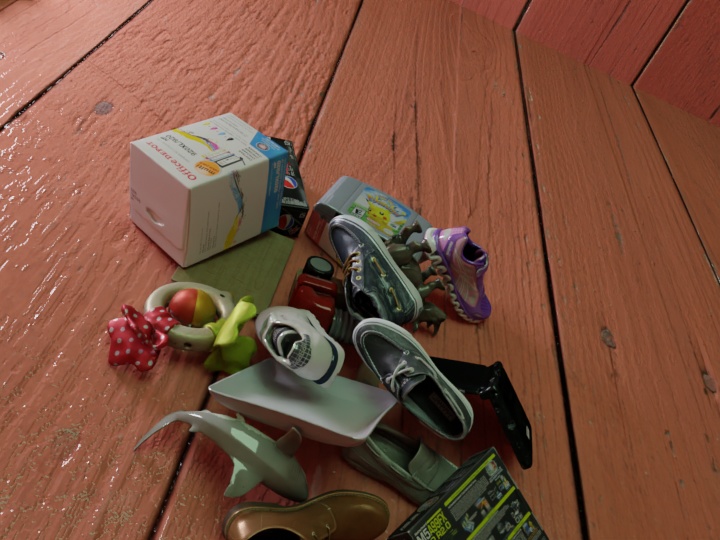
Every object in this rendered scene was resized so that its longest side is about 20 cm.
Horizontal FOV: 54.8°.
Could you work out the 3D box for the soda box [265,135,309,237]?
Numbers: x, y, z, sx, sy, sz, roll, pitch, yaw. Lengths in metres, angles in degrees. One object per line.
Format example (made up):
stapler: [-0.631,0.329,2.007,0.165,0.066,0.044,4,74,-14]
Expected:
soda box: [-0.146,-0.154,1.250,0.062,0.071,0.202,8,42,-24]

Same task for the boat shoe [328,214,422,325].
boat shoe: [0.000,0.000,0.995,0.090,0.071,0.201,-18,59,-46]

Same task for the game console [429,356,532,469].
game console: [0.164,0.198,1.010,0.179,0.115,0.200,65,14,4]

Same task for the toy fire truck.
toy fire truck: [-0.024,0.099,1.014,0.173,0.130,0.201,17,29,-13]

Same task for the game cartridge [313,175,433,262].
game cartridge: [0.029,-0.089,1.202,0.198,0.041,0.134,30,33,3]

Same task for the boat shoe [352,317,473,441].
boat shoe: [0.063,0.141,0.895,0.200,0.072,0.068,47,12,9]

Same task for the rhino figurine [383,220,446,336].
rhino figurine: [0.088,0.026,1.123,0.086,0.203,0.060,-23,27,-1]

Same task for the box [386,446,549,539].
box: [0.142,0.336,0.843,0.199,0.044,0.162,-26,81,-46]

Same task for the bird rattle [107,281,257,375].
bird rattle: [-0.237,0.076,0.943,0.195,0.115,0.164,2,31,-11]

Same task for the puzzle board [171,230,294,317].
puzzle board: [-0.196,-0.014,1.106,0.148,0.018,0.202,22,37,-5]

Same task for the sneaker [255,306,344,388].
sneaker: [-0.098,0.085,0.918,0.080,0.078,0.199,25,-2,-35]

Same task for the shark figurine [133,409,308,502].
shark figurine: [-0.151,0.212,0.791,0.211,0.129,0.090,27,49,0]

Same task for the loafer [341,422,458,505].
loafer: [0.071,0.256,0.912,0.197,0.070,0.070,24,39,-4]

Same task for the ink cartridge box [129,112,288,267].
ink cartridge box: [-0.238,-0.131,1.085,0.146,0.147,0.199,35,42,24]

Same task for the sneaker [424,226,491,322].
sneaker: [0.188,0.004,1.197,0.202,0.087,0.081,57,32,-25]

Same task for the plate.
plate: [-0.063,0.164,0.863,0.196,0.033,0.200,15,7,15]

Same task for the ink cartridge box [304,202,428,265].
ink cartridge box: [0.011,-0.046,1.226,0.199,0.068,0.116,42,40,20]

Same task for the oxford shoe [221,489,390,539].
oxford shoe: [-0.051,0.296,0.776,0.196,0.073,0.071,-1,7,-22]
